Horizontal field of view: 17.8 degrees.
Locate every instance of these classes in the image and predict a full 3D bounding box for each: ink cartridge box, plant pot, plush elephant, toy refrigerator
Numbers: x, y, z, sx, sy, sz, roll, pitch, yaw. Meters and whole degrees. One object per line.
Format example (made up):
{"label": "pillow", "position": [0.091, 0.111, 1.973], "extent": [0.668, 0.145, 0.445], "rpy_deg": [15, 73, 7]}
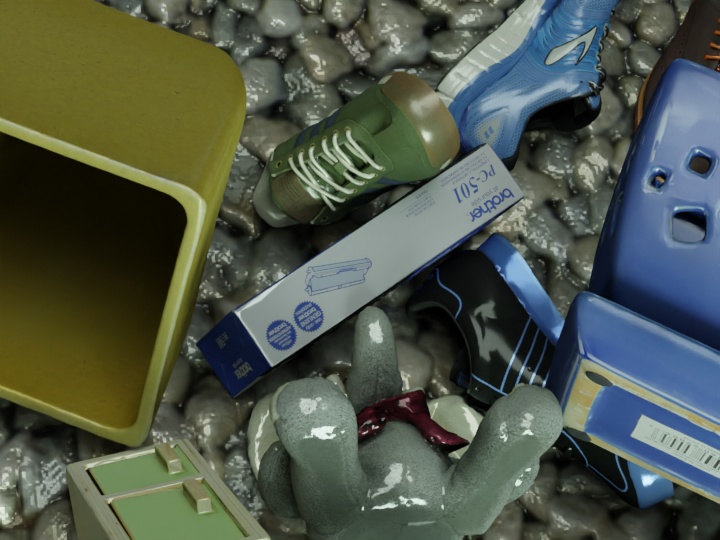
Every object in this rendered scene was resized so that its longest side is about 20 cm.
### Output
{"label": "ink cartridge box", "position": [0.000, 0.000, 1.403], "extent": [0.200, 0.094, 0.044], "rpy_deg": [-34, 88, -23]}
{"label": "plant pot", "position": [0.216, 0.026, 1.295], "extent": [0.200, 0.200, 0.180], "rpy_deg": [26, 72, 7]}
{"label": "plant pot", "position": [-0.168, -0.054, 1.357], "extent": [0.194, 0.196, 0.200], "rpy_deg": [21, 38, 4]}
{"label": "plush elephant", "position": [0.013, 0.100, 1.331], "extent": [0.164, 0.200, 0.155], "rpy_deg": [-3, 40, -12]}
{"label": "toy refrigerator", "position": [-0.105, 0.150, 1.252], "extent": [0.076, 0.200, 0.070], "rpy_deg": [-12, 103, -14]}

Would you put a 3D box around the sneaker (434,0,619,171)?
{"label": "sneaker", "position": [0.132, -0.138, 1.519], "extent": [0.089, 0.079, 0.200], "rpy_deg": [42, 72, 5]}

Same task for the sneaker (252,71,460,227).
{"label": "sneaker", "position": [-0.010, -0.061, 1.389], "extent": [0.090, 0.200, 0.067], "rpy_deg": [-39, 98, -15]}

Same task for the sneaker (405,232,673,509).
{"label": "sneaker", "position": [0.108, 0.074, 1.406], "extent": [0.078, 0.070, 0.200], "rpy_deg": [-34, 72, -8]}

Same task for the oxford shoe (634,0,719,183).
{"label": "oxford shoe", "position": [0.233, -0.141, 1.528], "extent": [0.071, 0.073, 0.200], "rpy_deg": [20, 62, 1]}
